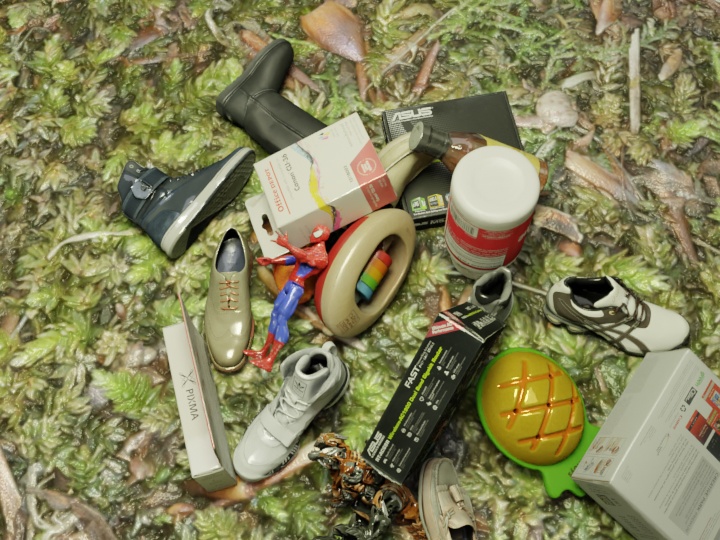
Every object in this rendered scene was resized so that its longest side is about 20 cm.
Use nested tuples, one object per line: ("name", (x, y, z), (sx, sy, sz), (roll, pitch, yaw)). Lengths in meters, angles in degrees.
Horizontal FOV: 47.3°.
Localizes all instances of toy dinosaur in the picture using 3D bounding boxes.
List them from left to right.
("toy dinosaur", (0.017, 0.283, 0.998), (0.199, 0.103, 0.136), (26, 52, 18))

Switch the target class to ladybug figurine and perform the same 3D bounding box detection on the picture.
("ladybug figurine", (0.000, 0.000, 1.116), (0.072, 0.136, 0.201), (22, 68, 36))

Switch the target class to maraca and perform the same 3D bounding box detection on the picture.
("maraca", (0.229, 0.189, 1.031), (0.137, 0.107, 0.200), (-41, 89, -15))

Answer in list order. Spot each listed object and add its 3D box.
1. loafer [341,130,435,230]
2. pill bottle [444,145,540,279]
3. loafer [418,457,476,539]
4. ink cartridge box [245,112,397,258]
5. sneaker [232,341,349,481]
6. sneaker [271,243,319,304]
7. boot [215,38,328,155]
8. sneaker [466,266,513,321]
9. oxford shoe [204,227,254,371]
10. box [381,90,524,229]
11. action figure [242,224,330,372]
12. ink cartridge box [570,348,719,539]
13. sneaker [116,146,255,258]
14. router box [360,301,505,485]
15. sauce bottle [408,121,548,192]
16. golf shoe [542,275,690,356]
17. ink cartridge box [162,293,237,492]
("loafer", (0.036, -0.122, 1.162), (0.199, 0.076, 0.069), (-35, 66, 8))
("pill bottle", (0.169, -0.067, 1.099), (0.111, 0.200, 0.113), (-1, 65, 1))
("loafer", (0.117, 0.321, 0.978), (0.071, 0.063, 0.202), (13, 63, -38))
("ink cartridge box", (-0.066, -0.111, 1.105), (0.199, 0.068, 0.117), (-27, 59, 4))
("sneaker", (-0.092, 0.172, 1.037), (0.075, 0.115, 0.200), (37, 71, 18))
("sneaker", (-0.093, -0.049, 1.166), (0.072, 0.077, 0.202), (-2, 65, 1))
("boot", (-0.100, -0.249, 1.266), (0.199, 0.066, 0.165), (37, 79, 20))
("sneaker", (0.141, 0.074, 1.079), (0.075, 0.116, 0.201), (27, 68, 14))
("oxford shoe", (-0.184, 0.037, 1.127), (0.070, 0.074, 0.202), (-3, 65, -3))
("box", (0.144, -0.167, 1.232), (0.198, 0.048, 0.195), (-9, 68, -3))
("action figure", (-0.111, 0.020, 1.068), (0.099, 0.065, 0.201), (30, 90, -26))
("ink cartridge box", (0.386, 0.230, 1.002), (0.175, 0.084, 0.200), (43, 70, -8))
("sneaker", (-0.263, -0.137, 1.211), (0.146, 0.077, 0.203), (36, 71, 14))
("router box", (0.090, 0.140, 0.983), (0.062, 0.150, 0.201), (31, 102, 16))
("sauce bottle", (0.162, -0.154, 1.126), (0.198, 0.066, 0.067), (18, 62, -22))
("golf shoe", (0.347, 0.057, 1.095), (0.198, 0.095, 0.078), (11, 64, 5))
("ink cartridge box", (-0.206, 0.154, 1.015), (0.044, 0.177, 0.201), (-16, 64, -6))
